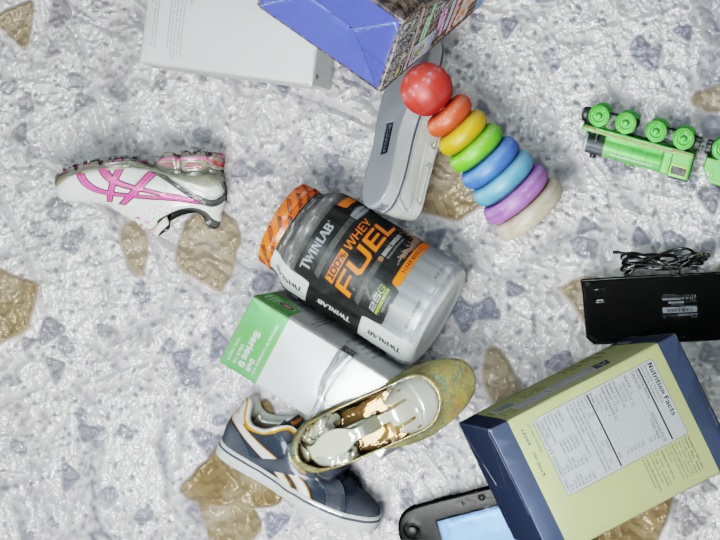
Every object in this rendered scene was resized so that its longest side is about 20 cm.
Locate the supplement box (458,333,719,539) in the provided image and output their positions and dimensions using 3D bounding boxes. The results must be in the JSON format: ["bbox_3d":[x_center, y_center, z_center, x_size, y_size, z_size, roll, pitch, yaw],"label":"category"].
[{"bbox_3d":[0.224,0.166,1.534,0.199,0.200,0.135,-26,89,-6],"label":"supplement box"}]

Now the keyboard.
[{"bbox_3d":[0.328,0.021,1.628,0.198,0.040,0.105,-3,113,13],"label":"keyboard"}]

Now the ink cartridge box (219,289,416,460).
[{"bbox_3d":[-0.028,0.106,1.652,0.199,0.146,0.085,31,98,11],"label":"ink cartridge box"}]

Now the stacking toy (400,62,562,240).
[{"bbox_3d":[0.117,-0.130,1.616,0.085,0.085,0.200,-39,101,11],"label":"stacking toy"}]

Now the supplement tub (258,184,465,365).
[{"bbox_3d":[0.000,0.000,1.657,0.199,0.122,0.123,31,98,12],"label":"supplement tub"}]

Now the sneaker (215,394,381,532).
[{"bbox_3d":[-0.059,0.205,1.697,0.199,0.078,0.080,27,103,14],"label":"sneaker"}]

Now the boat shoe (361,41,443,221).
[{"bbox_3d":[0.061,-0.149,1.671,0.071,0.069,0.202,-8,64,55],"label":"boat shoe"}]

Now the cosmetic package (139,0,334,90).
[{"bbox_3d":[-0.128,-0.259,1.705,0.198,0.085,0.109,10,94,13],"label":"cosmetic package"}]

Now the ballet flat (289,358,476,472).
[{"bbox_3d":[0.020,0.145,1.535,0.199,0.071,0.071,-24,85,12],"label":"ballet flat"}]

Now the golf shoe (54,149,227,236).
[{"bbox_3d":[-0.245,-0.083,1.743,0.198,0.073,0.093,-2,92,14],"label":"golf shoe"}]

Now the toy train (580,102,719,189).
[{"bbox_3d":[0.318,-0.123,1.619,0.198,0.042,0.057,16,105,13],"label":"toy train"}]

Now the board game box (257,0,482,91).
[{"bbox_3d":[0.023,-0.303,1.594,0.159,0.200,0.097,36,140,12],"label":"board game box"}]

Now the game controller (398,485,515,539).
[{"bbox_3d":[0.141,0.278,1.667,0.198,0.042,0.105,-17,87,14],"label":"game controller"}]
